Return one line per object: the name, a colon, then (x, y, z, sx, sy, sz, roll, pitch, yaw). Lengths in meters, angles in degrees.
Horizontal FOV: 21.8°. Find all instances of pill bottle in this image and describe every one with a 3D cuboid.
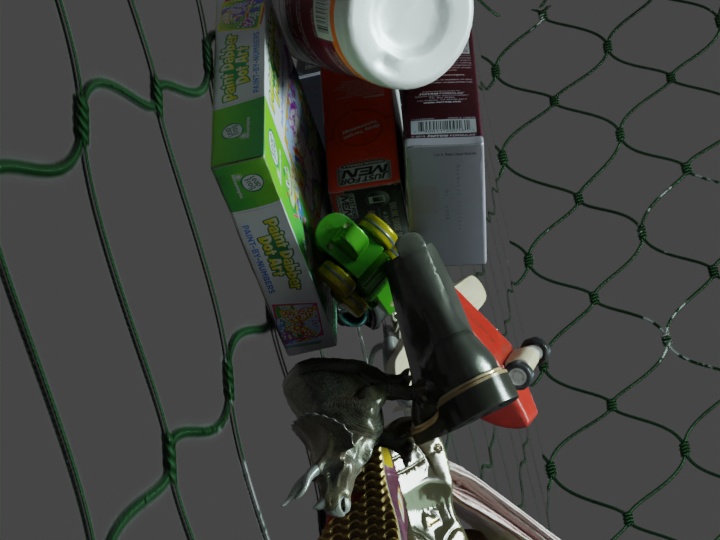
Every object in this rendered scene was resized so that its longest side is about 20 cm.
pill bottle: (-0.009, -0.209, 1.439, 0.200, 0.114, 0.115, 27, -43, 59)

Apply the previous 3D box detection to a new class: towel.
towel: (0.110, 0.213, 1.624, 0.191, 0.032, 0.200, 37, -8, -12)

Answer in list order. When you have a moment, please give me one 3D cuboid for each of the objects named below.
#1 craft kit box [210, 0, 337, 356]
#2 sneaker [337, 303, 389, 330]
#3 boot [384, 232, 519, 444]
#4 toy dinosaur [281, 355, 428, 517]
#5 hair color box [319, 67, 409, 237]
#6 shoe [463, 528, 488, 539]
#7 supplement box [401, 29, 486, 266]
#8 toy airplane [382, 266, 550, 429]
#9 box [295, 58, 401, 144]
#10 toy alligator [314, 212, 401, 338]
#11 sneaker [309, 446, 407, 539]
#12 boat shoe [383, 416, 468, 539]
craft kit box: (-0.063, -0.075, 1.398, 0.201, 0.048, 0.198, -93, 165, -45)
sneaker: (-0.002, 0.015, 1.628, 0.200, 0.075, 0.080, 34, 58, -69)
boot: (0.056, 0.051, 1.400, 0.139, 0.077, 0.200, 64, -15, 7)
toy dinosaur: (-0.015, 0.092, 1.345, 0.200, 0.102, 0.077, -113, -145, -56)
hair color box: (0.004, -0.108, 1.529, 0.102, 0.061, 0.201, 77, 6, -49)
shoe: (0.061, 0.296, 1.542, 0.200, 0.070, 0.054, -59, 143, -45)
supplement box: (0.063, -0.102, 1.445, 0.200, 0.061, 0.109, -89, 176, -57)
toy airplane: (0.077, 0.068, 1.885, 0.199, 0.141, 0.200, 18, 40, -38)
box: (0.015, -0.149, 1.777, 0.182, 0.104, 0.201, -90, 166, -58)
toy alligator: (0.000, 0.000, 1.407, 0.054, 0.059, 0.200, 38, -9, 24)
sneaker: (0.008, 0.203, 1.377, 0.201, 0.075, 0.090, -91, 161, -45)
boat shoe: (0.042, 0.221, 1.491, 0.068, 0.072, 0.201, -29, -113, 55)
